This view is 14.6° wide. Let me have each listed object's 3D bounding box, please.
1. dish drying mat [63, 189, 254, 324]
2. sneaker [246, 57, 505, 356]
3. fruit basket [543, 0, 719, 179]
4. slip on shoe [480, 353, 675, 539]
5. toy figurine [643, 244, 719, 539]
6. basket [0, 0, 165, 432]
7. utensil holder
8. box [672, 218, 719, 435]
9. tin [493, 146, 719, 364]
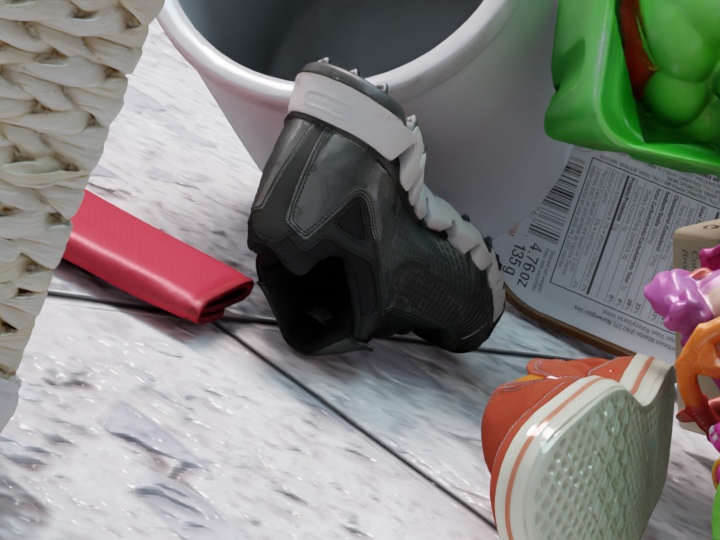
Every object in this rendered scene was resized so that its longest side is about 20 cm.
[{"bbox_3d":[-0.139,-0.031,1.084,0.199,0.018,0.077,28,12,9],"label":"dish drying mat"},{"bbox_3d":[0.000,0.000,1.115,0.066,0.091,0.200,23,-15,26],"label":"sneaker"},{"bbox_3d":[0.188,-0.086,1.103,0.214,0.157,0.216,7,-12,2],"label":"fruit basket"},{"bbox_3d":[0.070,0.066,0.995,0.061,0.075,0.200,5,9,13],"label":"slip on shoe"},{"bbox_3d":[0.166,0.046,1.020,0.199,0.151,0.184,14,21,-32],"label":"toy figurine"},{"bbox_3d":[-0.194,-0.075,0.829,0.199,0.162,0.198,14,17,-36],"label":"basket"},{"bbox_3d":[0.007,-0.111,1.216,0.169,0.170,0.200,29,-12,19],"label":"utensil holder"},{"bbox_3d":[0.221,0.033,1.154,0.077,0.096,0.200,-10,12,-32],"label":"box"},{"bbox_3d":[0.145,-0.008,1.311,0.199,0.113,0.042,23,21,16],"label":"tin"}]
